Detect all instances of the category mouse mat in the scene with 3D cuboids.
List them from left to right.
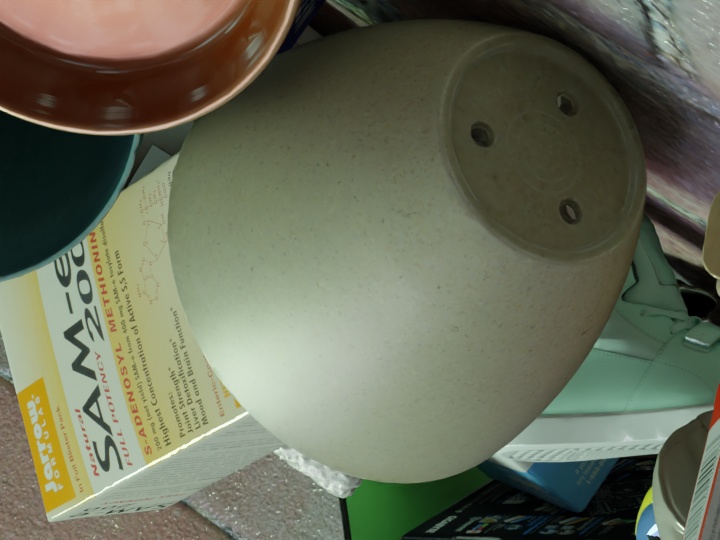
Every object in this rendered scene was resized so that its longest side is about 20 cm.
[{"bbox_3d":[0.032,0.116,1.648,0.161,0.008,0.200,33,-144,-43],"label":"mouse mat"}]

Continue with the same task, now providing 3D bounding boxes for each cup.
[{"bbox_3d":[0.039,-0.026,1.265,0.200,0.201,0.143,37,146,-14],"label":"cup"}]

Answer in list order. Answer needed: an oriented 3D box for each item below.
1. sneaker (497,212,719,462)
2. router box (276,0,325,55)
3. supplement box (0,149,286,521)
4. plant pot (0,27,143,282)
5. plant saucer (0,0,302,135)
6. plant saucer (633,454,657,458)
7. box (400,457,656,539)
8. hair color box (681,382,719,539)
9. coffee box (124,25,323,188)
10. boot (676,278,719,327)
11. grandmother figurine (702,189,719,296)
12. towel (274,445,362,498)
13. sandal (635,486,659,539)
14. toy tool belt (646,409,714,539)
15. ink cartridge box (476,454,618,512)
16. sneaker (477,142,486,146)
[{"bbox_3d":[0.158,0.024,1.408,0.200,0.119,0.074,-3,168,14],"label":"sneaker"},{"bbox_3d":[-0.096,-0.177,1.368,0.179,0.049,0.200,36,173,1],"label":"router box"},{"bbox_3d":[-0.081,0.028,1.384,0.073,0.126,0.200,-5,163,-39],"label":"supplement box"},{"bbox_3d":[-0.179,-0.112,1.352,0.200,0.200,0.135,37,-152,-8],"label":"plant pot"},{"bbox_3d":[-0.114,-0.149,1.216,0.200,0.200,0.032,37,-145,-8],"label":"plant saucer"},{"bbox_3d":[0.151,0.147,1.756,0.200,0.200,0.035,33,147,23],"label":"plant saucer"},{"bbox_3d":[0.131,0.142,1.612,0.159,0.046,0.200,0,-171,24],"label":"box"},{"bbox_3d":[0.233,0.117,1.221,0.199,0.111,0.064,17,164,0],"label":"hair color box"},{"bbox_3d":[-0.088,-0.044,1.547,0.080,0.200,0.113,37,180,-8],"label":"coffee box"},{"bbox_3d":[0.215,0.077,1.483,0.166,0.072,0.200,47,161,-31],"label":"boot"},{"bbox_3d":[0.208,0.028,1.256,0.121,0.061,0.200,41,180,30],"label":"grandmother figurine"},{"bbox_3d":[0.000,0.000,1.480,0.132,0.200,0.034,36,-176,-4],"label":"towel"},{"bbox_3d":[0.220,0.130,1.406,0.200,0.087,0.079,-5,161,32],"label":"sandal"},{"bbox_3d":[0.188,0.162,1.312,0.123,0.125,0.200,98,158,-58],"label":"toy tool belt"},{"bbox_3d":[0.055,0.013,1.586,0.200,0.129,0.125,37,173,-20],"label":"ink cartridge box"},{"bbox_3d":[0.036,-0.011,1.392,0.099,0.201,0.075,6,148,-18],"label":"sneaker"}]
